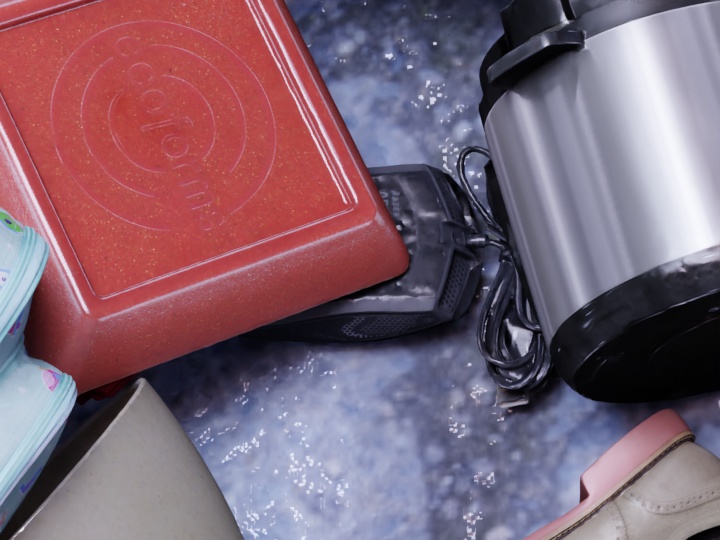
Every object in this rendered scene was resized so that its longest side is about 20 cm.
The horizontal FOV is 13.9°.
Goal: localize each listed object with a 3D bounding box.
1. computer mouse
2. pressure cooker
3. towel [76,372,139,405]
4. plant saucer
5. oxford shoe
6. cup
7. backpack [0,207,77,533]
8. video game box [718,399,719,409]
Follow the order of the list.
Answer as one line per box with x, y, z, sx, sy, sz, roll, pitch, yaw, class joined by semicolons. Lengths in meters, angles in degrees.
0.000;0.000;1.454;0.199;0.053;0.139;2;67;1;computer mouse
0.149;-0.057;1.365;0.178;0.176;0.201;-15;72;-3;pressure cooker
-0.144;-0.050;1.403;0.200;0.022;0.145;46;67;2;towel
-0.094;-0.063;1.390;0.199;0.037;0.200;-20;76;-27;plant saucer
0.098;0.155;1.354;0.075;0.070;0.200;42;84;19;oxford shoe
-0.118;0.169;1.349;0.143;0.200;0.200;44;83;-5;cup
-0.206;0.053;1.267;0.153;0.176;0.201;26;86;-9;backpack
0.267;0.130;1.291;0.199;0.047;0.183;-8;66;10;video game box
